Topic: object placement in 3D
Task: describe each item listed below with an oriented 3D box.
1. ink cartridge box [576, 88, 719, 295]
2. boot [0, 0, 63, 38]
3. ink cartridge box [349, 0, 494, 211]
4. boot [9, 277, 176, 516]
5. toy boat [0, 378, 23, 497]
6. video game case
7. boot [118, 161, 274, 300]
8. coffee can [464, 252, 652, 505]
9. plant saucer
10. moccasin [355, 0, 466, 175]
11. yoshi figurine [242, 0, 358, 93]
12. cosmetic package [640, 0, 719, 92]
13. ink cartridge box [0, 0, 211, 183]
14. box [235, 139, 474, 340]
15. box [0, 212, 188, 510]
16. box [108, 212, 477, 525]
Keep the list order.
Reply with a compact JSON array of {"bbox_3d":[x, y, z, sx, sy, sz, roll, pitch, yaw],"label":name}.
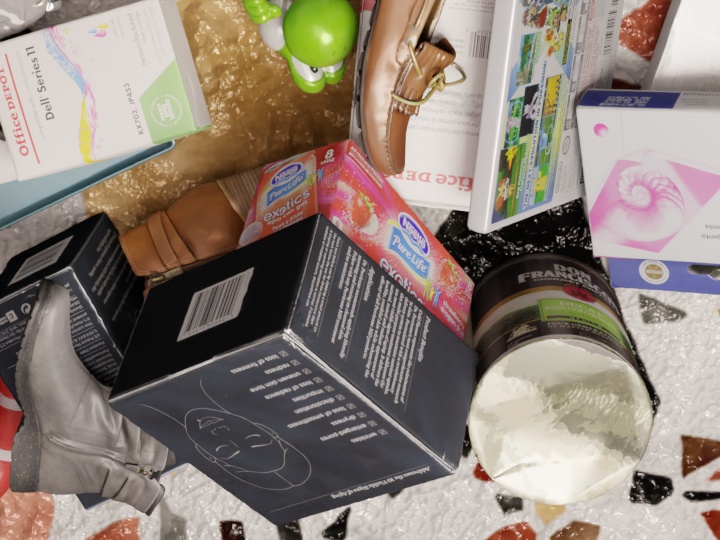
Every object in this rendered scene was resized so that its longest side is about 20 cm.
[{"bbox_3d":[0.283,-0.051,1.289,0.196,0.043,0.200,4,124,26],"label":"ink cartridge box"},{"bbox_3d":[-0.269,-0.260,1.297,0.200,0.074,0.096,-29,112,20],"label":"boot"},{"bbox_3d":[0.069,-0.159,1.305,0.146,0.083,0.201,7,110,1],"label":"ink cartridge box"},{"bbox_3d":[-0.208,0.100,1.268,0.131,0.070,0.200,8,120,-3],"label":"boot"},{"bbox_3d":[-0.364,0.134,1.401,0.130,0.131,0.200,15,109,-3],"label":"toy boat"},{"bbox_3d":[0.152,-0.143,1.268,0.022,0.182,0.201,19,114,32],"label":"video game case"},{"bbox_3d":[-0.106,0.021,1.365,0.155,0.077,0.200,-25,102,-3],"label":"boot"},{"bbox_3d":[0.160,0.086,1.327,0.146,0.200,0.147,1,110,2],"label":"coffee can"},{"bbox_3d":[-0.262,-0.098,1.375,0.200,0.019,0.070,-24,107,9],"label":"plant saucer"},{"bbox_3d":[0.044,-0.171,1.225,0.078,0.074,0.202,13,100,10],"label":"moccasin"},{"bbox_3d":[-0.057,-0.240,1.257,0.112,0.112,0.200,-22,102,17],"label":"yoshi figurine"},{"bbox_3d":[0.288,-0.181,1.306,0.082,0.051,0.200,18,110,0],"label":"cosmetic package"},{"bbox_3d":[-0.238,-0.146,1.315,0.199,0.067,0.117,-15,97,9],"label":"ink cartridge box"},{"bbox_3d":[0.000,0.000,1.292,0.095,0.100,0.200,-15,133,32],"label":"box"},{"bbox_3d":[-0.229,0.075,1.366,0.107,0.148,0.200,-26,106,11],"label":"box"},{"bbox_3d":[-0.050,0.084,1.231,0.200,0.124,0.197,-22,128,37],"label":"box"}]
